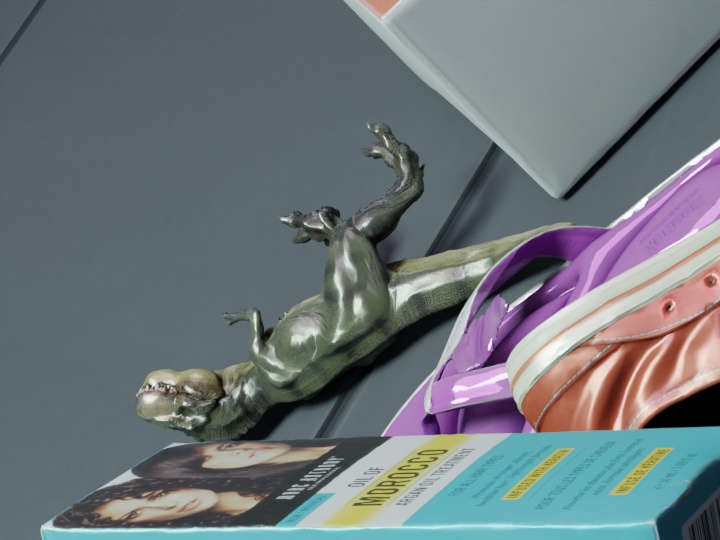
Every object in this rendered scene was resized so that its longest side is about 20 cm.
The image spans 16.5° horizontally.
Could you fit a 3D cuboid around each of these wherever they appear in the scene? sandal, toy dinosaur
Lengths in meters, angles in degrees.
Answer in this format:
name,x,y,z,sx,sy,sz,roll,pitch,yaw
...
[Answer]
name,x,y,z,sx,sy,sz,roll,pitch,yaw
sandal,0.062,0.016,0.835,0.203,0.050,0.083,-43,29,8
toy dinosaur,0.000,0.000,0.945,0.200,0.047,0.088,-29,48,29

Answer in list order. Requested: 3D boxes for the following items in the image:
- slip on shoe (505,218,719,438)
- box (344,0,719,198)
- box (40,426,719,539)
name,x,y,z,sx,sy,sz,roll,pitch,yaw
slip on shoe,0.139,0.005,0.746,0.200,0.074,0.061,-33,66,13
box,0.086,-0.153,0.955,0.200,0.106,0.152,-45,29,2
box,0.012,0.083,0.732,0.199,0.049,0.082,-4,14,28
